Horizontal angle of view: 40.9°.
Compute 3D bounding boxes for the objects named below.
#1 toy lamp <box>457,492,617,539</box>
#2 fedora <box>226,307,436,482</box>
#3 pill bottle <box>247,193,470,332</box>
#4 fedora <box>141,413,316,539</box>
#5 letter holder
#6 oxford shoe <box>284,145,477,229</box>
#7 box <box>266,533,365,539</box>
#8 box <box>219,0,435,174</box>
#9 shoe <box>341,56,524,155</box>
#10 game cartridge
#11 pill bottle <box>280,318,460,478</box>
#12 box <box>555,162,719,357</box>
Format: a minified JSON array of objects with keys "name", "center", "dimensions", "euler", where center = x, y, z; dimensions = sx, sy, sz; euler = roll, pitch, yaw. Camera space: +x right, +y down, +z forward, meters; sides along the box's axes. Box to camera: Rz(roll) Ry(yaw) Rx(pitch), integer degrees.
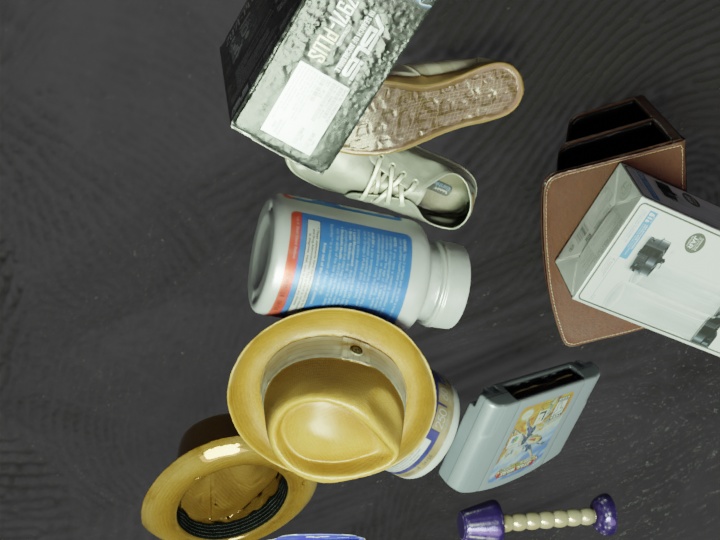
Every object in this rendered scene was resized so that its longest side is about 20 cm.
[{"name":"toy lamp","center":[0.216,0.306,1.187],"dimensions":[0.195,0.059,0.059],"euler":[-3,123,-14]},{"name":"fedora","center":[-0.024,0.132,0.870],"dimensions":[0.196,0.082,0.205],"euler":[-2,118,-3]},{"name":"pill bottle","center":[0.000,0.000,0.910],"dimensions":[0.196,0.113,0.114],"euler":[11,120,-17]},{"name":"fedora","center":[-0.140,0.212,1.012],"dimensions":[0.196,0.083,0.203],"euler":[-11,138,-10]},{"name":"letter holder","center":[0.234,-0.043,0.944],"dimensions":[0.139,0.101,0.203],"euler":[-15,124,0]},{"name":"oxford shoe","center":[0.025,-0.088,0.894],"dimensions":[0.196,0.058,0.076],"euler":[16,120,-19]},{"name":"box","center":[-0.063,0.363,1.131],"dimensions":[0.116,0.042,0.202],"euler":[2,143,-13]},{"name":"box","center":[-0.023,-0.206,0.744],"dimensions":[0.085,0.165,0.202],"euler":[24,114,-25]},{"name":"shoe","center":[0.046,-0.149,0.862],"dimensions":[0.195,0.054,0.071],"euler":[-10,113,-5]},{"name":"game cartridge","center":[0.175,0.172,1.052],"dimensions":[0.197,0.041,0.136],"euler":[-9,125,-43]},{"name":"pill bottle","center":[-0.003,0.125,0.986],"dimensions":[0.198,0.117,0.116],"euler":[30,112,-27]},{"name":"box","center":[0.293,-0.004,0.882],"dimensions":[0.197,0.061,0.118],"euler":[21,118,-20]}]
